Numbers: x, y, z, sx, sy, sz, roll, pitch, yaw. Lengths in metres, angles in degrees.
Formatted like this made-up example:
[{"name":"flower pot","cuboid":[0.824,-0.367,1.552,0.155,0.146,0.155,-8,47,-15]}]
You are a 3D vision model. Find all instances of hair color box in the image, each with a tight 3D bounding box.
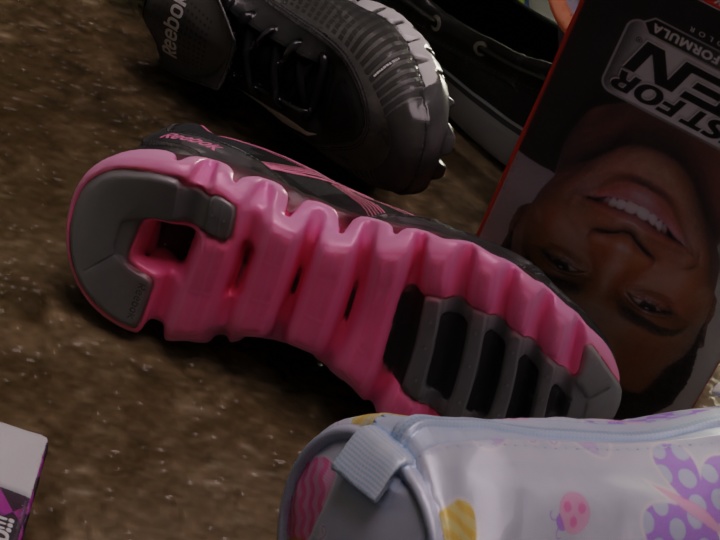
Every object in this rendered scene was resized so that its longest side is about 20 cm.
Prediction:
[{"name":"hair color box","cuboid":[0.108,-0.040,0.735,0.101,0.201,0.061,27,43,7]}]

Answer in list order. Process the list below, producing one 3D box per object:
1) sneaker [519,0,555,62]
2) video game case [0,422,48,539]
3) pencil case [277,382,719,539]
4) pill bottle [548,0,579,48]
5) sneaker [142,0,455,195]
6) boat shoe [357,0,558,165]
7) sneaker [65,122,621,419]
[{"name":"sneaker","cuboid":[0.110,-0.163,1.008,0.075,0.106,0.201,15,33,-14]},{"name":"video game case","cuboid":[-0.182,0.086,0.522,0.180,0.036,0.201,18,33,-7]},{"name":"pencil case","cuboid":[0.072,0.081,0.647,0.198,0.091,0.083,-3,41,-35]},{"name":"pill bottle","cuboid":[0.145,-0.083,0.845,0.106,0.106,0.200,48,11,33]},{"name":"sneaker","cuboid":[-0.039,-0.091,0.850,0.090,0.067,0.200,-4,38,-32]},{"name":"boat shoe","cuboid":[0.037,-0.116,0.938,0.200,0.057,0.068,41,36,24]},{"name":"sneaker","cuboid":[0.000,0.000,0.743,0.198,0.080,0.096,24,21,-2]}]
